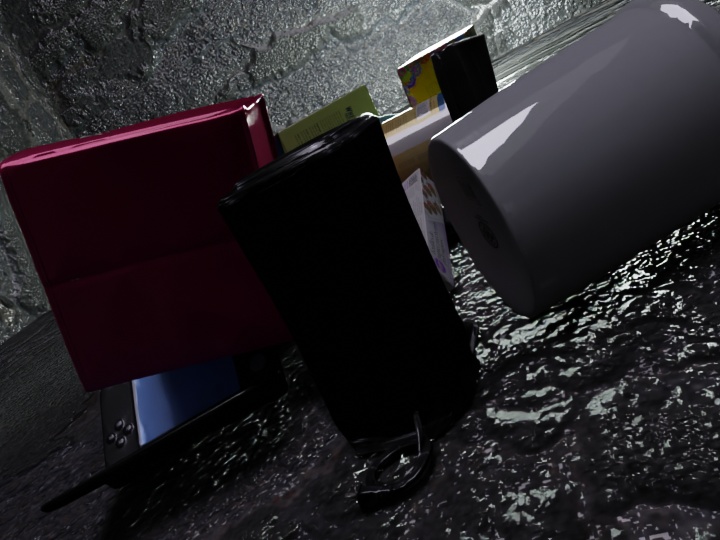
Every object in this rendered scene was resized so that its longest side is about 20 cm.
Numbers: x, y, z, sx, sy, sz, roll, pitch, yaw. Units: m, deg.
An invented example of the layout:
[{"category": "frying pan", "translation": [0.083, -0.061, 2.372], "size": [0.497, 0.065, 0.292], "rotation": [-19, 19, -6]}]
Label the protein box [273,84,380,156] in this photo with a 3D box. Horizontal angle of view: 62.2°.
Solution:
[{"category": "protein box", "translation": [-0.046, -0.228, 1.209], "size": [0.197, 0.202, 0.135], "rotation": [-31, 13, -10]}]

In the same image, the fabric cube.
[{"category": "fabric cube", "translation": [-0.167, -0.041, 0.562], "size": [0.193, 0.206, 0.197], "rotation": [-13, 18, 1]}]

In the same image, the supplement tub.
[{"category": "supplement tub", "translation": [0.086, -0.165, 0.896], "size": [0.196, 0.147, 0.145], "rotation": [-22, 17, 22]}]

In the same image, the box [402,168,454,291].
[{"category": "box", "translation": [0.067, -0.043, 0.650], "size": [0.041, 0.038, 0.202], "rotation": [-40, 26, 26]}]

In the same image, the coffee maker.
[{"category": "coffee maker", "translation": [0.001, 0.008, 0.418], "size": [0.132, 0.204, 0.193], "rotation": [-27, 16, 3]}]

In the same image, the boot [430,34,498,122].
[{"category": "boot", "translation": [0.128, -0.171, 0.737], "size": [0.065, 0.204, 0.164], "rotation": [-32, 16, -20]}]

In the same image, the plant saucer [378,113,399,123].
[{"category": "plant saucer", "translation": [0.062, -0.220, 1.082], "size": [0.193, 0.036, 0.205], "rotation": [-3, 56, 5]}]

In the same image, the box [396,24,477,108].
[{"category": "box", "translation": [0.168, -0.285, 1.013], "size": [0.119, 0.204, 0.194], "rotation": [-20, 18, 23]}]

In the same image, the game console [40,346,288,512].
[{"category": "game console", "translation": [-0.178, 0.110, 0.551], "size": [0.196, 0.117, 0.178], "rotation": [-28, 50, 0]}]

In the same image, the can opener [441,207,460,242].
[{"category": "can opener", "translation": [0.151, -0.070, 0.665], "size": [0.198, 0.063, 0.080], "rotation": [-27, 39, 46]}]

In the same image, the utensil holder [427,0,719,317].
[{"category": "utensil holder", "translation": [0.173, -0.083, 0.467], "size": [0.197, 0.173, 0.170], "rotation": [-32, 16, -2]}]

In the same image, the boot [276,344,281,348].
[{"category": "boot", "translation": [-0.172, 0.077, 0.728], "size": [0.195, 0.078, 0.156], "rotation": [-20, 20, 20]}]
